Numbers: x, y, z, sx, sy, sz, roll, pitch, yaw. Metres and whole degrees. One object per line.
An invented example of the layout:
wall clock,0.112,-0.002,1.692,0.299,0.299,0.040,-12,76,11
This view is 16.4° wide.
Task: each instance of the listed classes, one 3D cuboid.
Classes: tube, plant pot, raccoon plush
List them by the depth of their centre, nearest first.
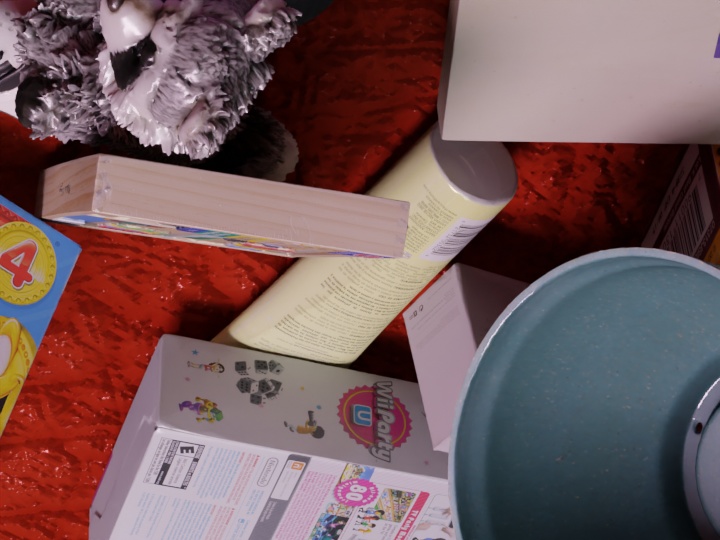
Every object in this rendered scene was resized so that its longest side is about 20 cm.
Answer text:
raccoon plush,-0.050,-0.079,1.052,0.200,0.134,0.097,13,96,-50
plant pot,0.157,0.092,1.112,0.200,0.201,0.134,-40,154,32
tube,0.000,0.000,1.213,0.058,0.052,0.200,47,132,4

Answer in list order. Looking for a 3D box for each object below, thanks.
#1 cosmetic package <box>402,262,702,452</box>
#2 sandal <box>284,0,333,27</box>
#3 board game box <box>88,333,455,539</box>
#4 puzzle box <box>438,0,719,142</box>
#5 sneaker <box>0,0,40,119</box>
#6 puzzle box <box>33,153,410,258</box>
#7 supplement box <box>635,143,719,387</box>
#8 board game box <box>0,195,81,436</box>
cosmetic package,0.118,0.063,1.239,0.199,0.083,0.051,16,135,-34
sandal,0.012,-0.163,1.014,0.075,0.048,0.201,-27,158,-37
board game box,-0.027,0.118,1.284,0.199,0.064,0.148,12,137,-15
puzzle box,0.139,-0.113,1.101,0.199,0.025,0.133,1,133,-6
sneaker,-0.179,-0.103,1.057,0.074,0.080,0.200,-37,130,27
puzzle box,-0.067,-0.026,1.097,0.132,0.026,0.200,8,178,-14
supplement box,0.245,0.000,1.204,0.199,0.086,0.111,8,136,-13
board game box,-0.247,0.029,1.091,0.200,0.196,0.056,33,154,-28
